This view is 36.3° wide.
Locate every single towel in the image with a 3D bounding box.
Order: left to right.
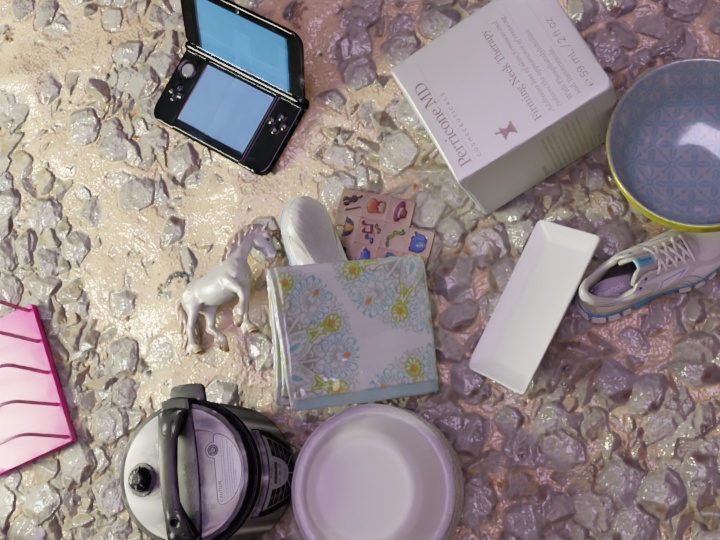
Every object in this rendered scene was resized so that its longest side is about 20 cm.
[{"bbox_3d":[-0.010,0.073,1.309,0.199,0.048,0.172,-5,86,-13],"label":"towel"}]

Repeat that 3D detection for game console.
[{"bbox_3d":[-0.177,-0.247,1.424,0.200,0.119,0.173,29,89,20],"label":"game console"}]

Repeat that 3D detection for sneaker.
[{"bbox_3d":[-0.048,0.006,1.368,0.072,0.072,0.201,-16,87,-15],"label":"sneaker"},{"bbox_3d":[0.334,-0.004,1.243,0.199,0.087,0.075,-31,71,8],"label":"sneaker"}]

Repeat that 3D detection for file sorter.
[{"bbox_3d":[-0.489,0.154,1.440,0.139,0.125,0.201,-25,74,11],"label":"file sorter"}]

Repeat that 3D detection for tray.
[{"bbox_3d":[0.206,0.042,1.287,0.107,0.022,0.201,24,87,54],"label":"tray"}]

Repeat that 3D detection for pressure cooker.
[{"bbox_3d":[-0.184,0.243,1.292,0.176,0.200,0.179,40,92,20],"label":"pressure cooker"}]

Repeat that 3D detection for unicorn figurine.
[{"bbox_3d":[-0.166,0.023,1.391,0.199,0.074,0.138,-23,63,17],"label":"unicorn figurine"}]

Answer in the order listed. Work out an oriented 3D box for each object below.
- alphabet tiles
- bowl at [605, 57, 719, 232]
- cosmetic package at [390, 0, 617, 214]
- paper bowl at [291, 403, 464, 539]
[{"bbox_3d":[0.000,0.000,1.384,0.166,0.008,0.201,12,83,19],"label":"alphabet tiles"},{"bbox_3d":[0.377,-0.125,1.235,0.199,0.108,0.201,-4,72,11],"label":"bowl"},{"bbox_3d":[0.175,-0.199,1.284,0.200,0.166,0.168,-32,73,10],"label":"cosmetic package"},{"bbox_3d":[0.016,0.256,1.281,0.200,0.104,0.202,-3,80,15],"label":"paper bowl"}]
